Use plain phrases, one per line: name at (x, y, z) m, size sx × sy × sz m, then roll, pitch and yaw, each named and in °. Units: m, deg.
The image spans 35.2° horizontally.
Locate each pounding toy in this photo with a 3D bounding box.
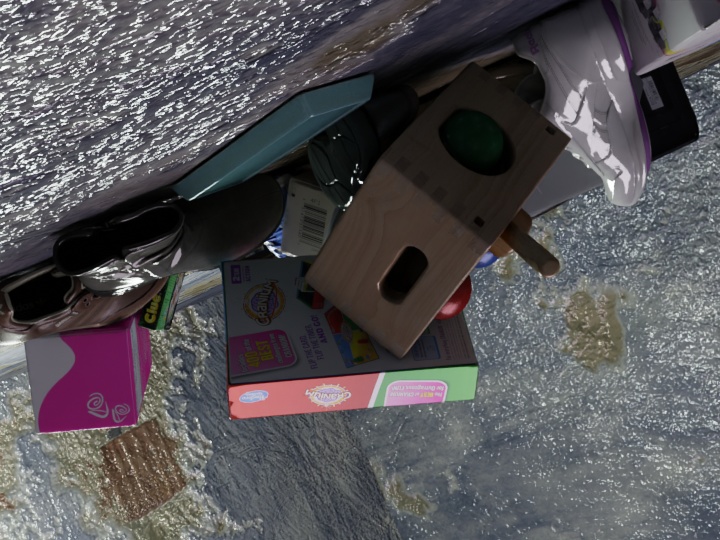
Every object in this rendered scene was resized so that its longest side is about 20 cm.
pounding toy at (0.076, -0.038, 0.857) m, size 0.184 × 0.142 × 0.200 m, roll -49°, pitch 176°, yaw -42°

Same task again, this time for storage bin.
storage bin at (0.276, -0.176, 1.234) m, size 0.093 × 0.136 × 0.199 m, roll -23°, pitch 180°, yaw 38°

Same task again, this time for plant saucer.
plant saucer at (-0.067, -0.093, 0.834) m, size 0.070 × 0.019 × 0.199 m, roll -24°, pitch 179°, yaw -38°

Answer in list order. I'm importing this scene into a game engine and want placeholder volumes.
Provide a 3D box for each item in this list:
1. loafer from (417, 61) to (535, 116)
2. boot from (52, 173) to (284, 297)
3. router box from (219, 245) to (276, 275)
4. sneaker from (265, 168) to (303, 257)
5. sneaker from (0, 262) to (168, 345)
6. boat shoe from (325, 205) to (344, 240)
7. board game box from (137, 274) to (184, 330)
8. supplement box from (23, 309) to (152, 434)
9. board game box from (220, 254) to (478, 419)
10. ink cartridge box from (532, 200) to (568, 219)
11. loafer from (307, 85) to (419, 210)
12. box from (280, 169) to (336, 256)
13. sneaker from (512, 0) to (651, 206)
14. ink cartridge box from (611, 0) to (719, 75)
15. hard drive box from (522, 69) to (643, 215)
loafer at (0.083, -0.130, 1.045) m, size 0.198 × 0.068 × 0.076 m, roll -24°, pitch 180°, yaw 7°
boot at (-0.149, -0.031, 0.936) m, size 0.198 × 0.068 × 0.131 m, roll -24°, pitch 177°, yaw -10°
router box at (-0.061, -0.021, 1.300) m, size 0.198 × 0.150 × 0.051 m, roll -23°, pitch 179°, yaw 4°
sneaker at (-0.077, -0.054, 1.142) m, size 0.075 × 0.078 × 0.200 m, roll -22°, pitch 179°, yaw 20°
sneaker at (-0.252, 0.019, 1.040) m, size 0.199 × 0.071 × 0.075 m, roll -24°, pitch 179°, yaw -35°
boat shoe at (0.000, 0.000, 1.054) m, size 0.073 × 0.202 × 0.067 m, roll 8°, pitch -159°, yaw -2°
board game box at (-0.209, 0.013, 1.232) m, size 0.023 × 0.106 × 0.200 m, roll 17°, pitch 175°, yaw -4°
supplement box at (-0.276, 0.084, 1.173) m, size 0.100 × 0.105 × 0.200 m, roll -4°, pitch -168°, yaw -5°
board game box at (-0.014, 0.047, 0.944) m, size 0.198 × 0.041 × 0.154 m, roll -4°, pitch -140°, yaw -6°
ink cartridge box at (0.150, -0.114, 1.435) m, size 0.082 × 0.147 × 0.199 m, roll -24°, pitch -179°, yaw -35°
loafer at (0.004, -0.097, 0.910) m, size 0.063 × 0.072 × 0.200 m, roll -30°, pitch 179°, yaw -11°
box at (0.001, -0.069, 1.152) m, size 0.068 × 0.083 × 0.200 m, roll 20°, pitch -154°, yaw 23°
sneaker at (0.180, -0.130, 0.927) m, size 0.099 × 0.201 × 0.075 m, roll -17°, pitch -139°, yaw 12°
ink cartridge box at (0.266, -0.211, 0.825) m, size 0.114 × 0.068 × 0.200 m, roll -24°, pitch 180°, yaw -4°
hard drive box at (0.161, -0.126, 1.097) m, size 0.199 × 0.077 × 0.156 m, roll -24°, pitch -152°, yaw 36°
